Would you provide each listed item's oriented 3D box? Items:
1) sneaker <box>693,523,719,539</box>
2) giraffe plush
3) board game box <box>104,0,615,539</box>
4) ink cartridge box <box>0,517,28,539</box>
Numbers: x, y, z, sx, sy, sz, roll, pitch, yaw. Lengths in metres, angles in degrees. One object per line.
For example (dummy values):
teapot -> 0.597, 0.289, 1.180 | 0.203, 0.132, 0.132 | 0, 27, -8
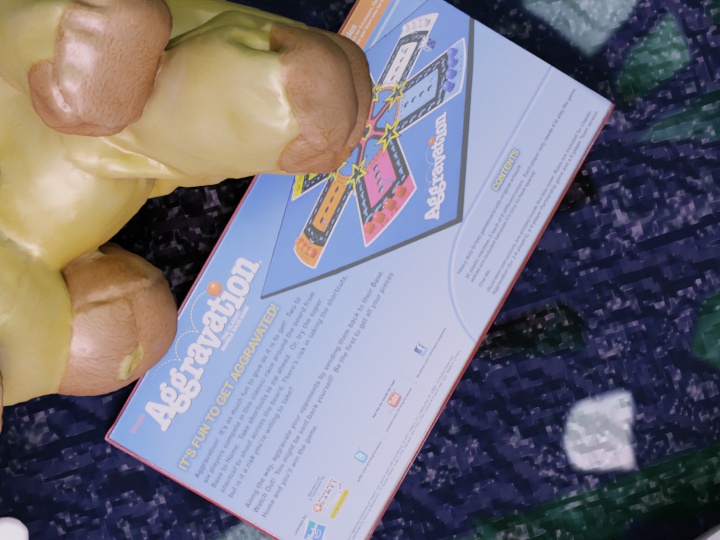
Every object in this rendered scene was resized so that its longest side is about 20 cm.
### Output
sneaker -> 0.173, 0.132, 1.075 | 0.200, 0.074, 0.119 | -31, 84, -8
giraffe plush -> -0.108, -0.023, 1.029 | 0.199, 0.173, 0.163 | 15, 96, 2
board game box -> 0.000, 0.000, 1.097 | 0.103, 0.019, 0.201 | 31, 86, -4
ink cartridge box -> -0.208, 0.151, 1.049 | 0.199, 0.068, 0.117 | -7, 88, -4
